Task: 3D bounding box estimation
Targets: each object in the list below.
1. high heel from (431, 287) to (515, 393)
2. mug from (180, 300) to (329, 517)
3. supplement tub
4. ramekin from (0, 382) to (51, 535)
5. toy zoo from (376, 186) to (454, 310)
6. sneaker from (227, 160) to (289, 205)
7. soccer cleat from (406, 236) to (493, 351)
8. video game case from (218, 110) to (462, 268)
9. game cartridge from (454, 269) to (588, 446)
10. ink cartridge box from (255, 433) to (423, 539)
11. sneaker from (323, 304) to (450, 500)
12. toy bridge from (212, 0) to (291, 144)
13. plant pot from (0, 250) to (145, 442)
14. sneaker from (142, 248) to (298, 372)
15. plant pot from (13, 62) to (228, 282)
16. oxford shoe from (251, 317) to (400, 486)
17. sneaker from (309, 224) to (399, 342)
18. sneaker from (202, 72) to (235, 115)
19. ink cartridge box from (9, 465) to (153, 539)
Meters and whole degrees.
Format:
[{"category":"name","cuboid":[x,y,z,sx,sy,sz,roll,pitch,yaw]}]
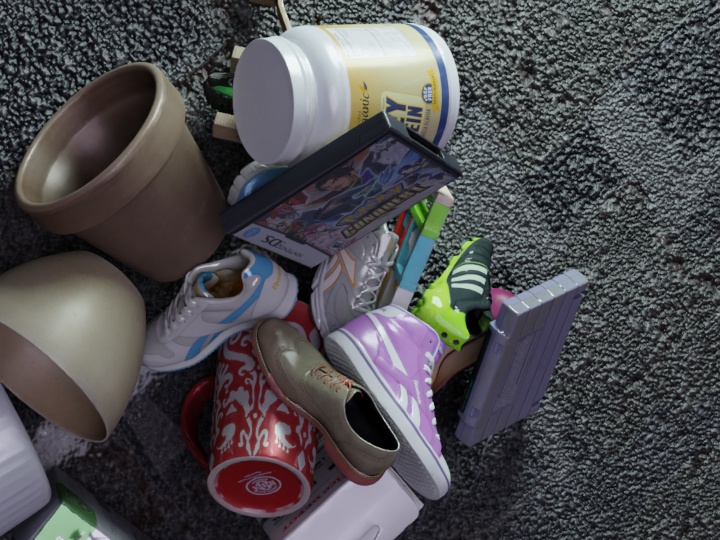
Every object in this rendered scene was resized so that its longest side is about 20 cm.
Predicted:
[{"category":"high heel","cuboid":[0.101,0.098,1.757,0.067,0.096,0.201,39,85,-32]},{"category":"mug","cuboid":[-0.106,0.158,1.653,0.132,0.202,0.178,21,134,-18]},{"category":"supplement tub","cuboid":[-0.015,-0.174,1.574,0.198,0.144,0.146,-7,99,-33]},{"category":"ramekin","cuboid":[-0.393,0.176,1.583,0.097,0.200,0.202,-27,103,-19]},{"category":"toy zoo","cuboid":[0.045,-0.006,1.701,0.020,0.131,0.202,20,105,-12]},{"category":"sneaker","cuboid":[-0.044,-0.088,1.678,0.199,0.079,0.090,-27,68,-28]},{"category":"soccer cleat","cuboid":[0.115,0.027,1.719,0.081,0.200,0.068,37,123,4]},{"category":"video game case","cuboid":[-0.016,-0.076,1.567,0.199,0.180,0.026,-31,67,18]},{"category":"game cartridge","cuboid":[0.176,0.098,1.741,0.129,0.038,0.202,-17,138,-37]},{"category":"ink cartridge box","cuboid":[-0.035,0.249,1.687,0.147,0.200,0.083,-42,106,-8]},{"category":"sneaker","cuboid":[0.060,0.126,1.604,0.114,0.073,0.202,-27,83,-26]},{"category":"toy bridge","cuboid":[-0.103,-0.216,1.641,0.066,0.027,0.202,11,62,-1]},{"category":"plant pot","cuboid":[-0.298,0.059,1.608,0.200,0.200,0.135,45,64,-16]},{"category":"sneaker","cuboid":[-0.165,0.037,1.628,0.199,0.077,0.081,-28,137,22]},{"category":"plant pot","cuboid":[-0.229,-0.084,1.614,0.200,0.200,0.175,-46,125,-6]},{"category":"oxford shoe","cuboid":[-0.029,0.117,1.565,0.200,0.075,0.070,48,49,5]},{"category":"sneaker","cuboid":[0.000,0.000,1.675,0.075,0.091,0.202,28,50,-48]},{"category":"sneaker","cuboid":[-0.074,-0.201,1.694,0.197,0.078,0.086,-2,82,-18]},{"category":"ink cartridge box","cuboid":[-0.268,0.312,1.658,0.200,0.146,0.085,41,87,-16]}]
